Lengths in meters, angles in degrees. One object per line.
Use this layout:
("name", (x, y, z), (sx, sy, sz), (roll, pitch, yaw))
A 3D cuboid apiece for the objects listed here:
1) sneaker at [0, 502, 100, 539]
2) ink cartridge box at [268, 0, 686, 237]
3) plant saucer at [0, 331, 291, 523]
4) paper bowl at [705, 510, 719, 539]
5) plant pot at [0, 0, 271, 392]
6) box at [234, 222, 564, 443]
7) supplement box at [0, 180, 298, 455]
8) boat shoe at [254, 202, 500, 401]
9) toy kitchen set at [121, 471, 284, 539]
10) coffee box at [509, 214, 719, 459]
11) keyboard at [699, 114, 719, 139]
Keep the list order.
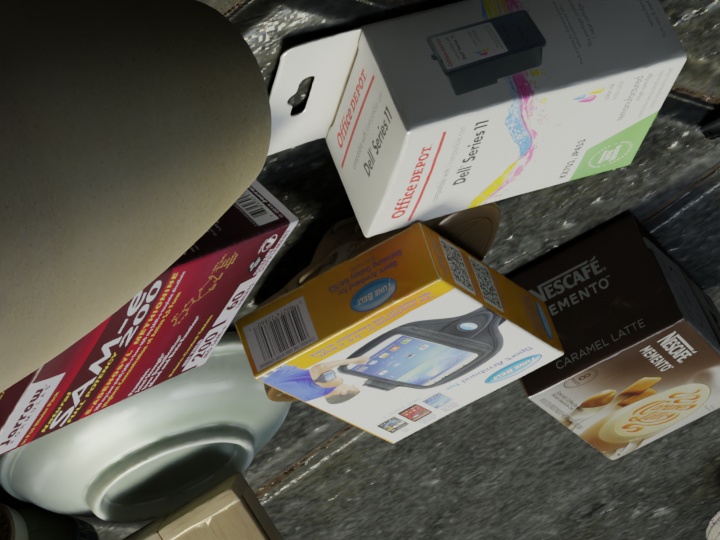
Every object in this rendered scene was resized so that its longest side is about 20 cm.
("sneaker", (-0.241, 0.216, 1.801), (0.090, 0.067, 0.200), (6, 141, -41))
("ink cartridge box", (0.054, -0.083, 1.432), (0.199, 0.068, 0.117), (-16, 157, -18))
("plant saucer", (-0.121, 0.108, 1.706), (0.199, 0.050, 0.200), (-20, 158, -9))
("paper bowl", (0.377, 0.187, 2.282), (0.200, 0.105, 0.201), (-20, 158, -8))
("plant pot", (-0.141, -0.049, 1.212), (0.200, 0.188, 0.187), (-22, 162, -41))
("box", (0.030, 0.041, 1.547), (0.119, 0.042, 0.200), (-28, 153, 17))
("supplement box", (-0.125, 0.014, 1.379), (0.200, 0.061, 0.109), (-23, 152, -57))
("boat shoe", (0.000, 0.000, 1.567), (0.071, 0.065, 0.200), (4, 146, -42))
("toy kitchen set", (-0.123, 0.257, 1.662), (0.200, 0.164, 0.180), (-32, -174, 11))
("coffee box", (0.170, 0.047, 1.811), (0.114, 0.080, 0.200), (-28, 157, 11))
("keyboard", (0.304, -0.115, 1.665), (0.199, 0.040, 0.104), (-11, 177, -30))
